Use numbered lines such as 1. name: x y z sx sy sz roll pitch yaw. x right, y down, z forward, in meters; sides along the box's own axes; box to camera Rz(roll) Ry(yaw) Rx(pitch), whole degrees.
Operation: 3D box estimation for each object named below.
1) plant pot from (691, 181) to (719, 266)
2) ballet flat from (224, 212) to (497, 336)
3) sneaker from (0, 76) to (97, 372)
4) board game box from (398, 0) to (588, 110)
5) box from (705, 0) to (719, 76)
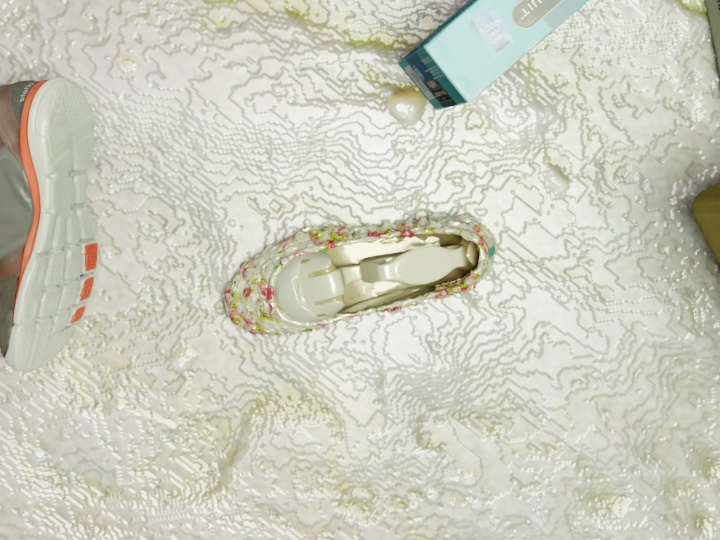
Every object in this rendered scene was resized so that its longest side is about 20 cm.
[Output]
1. plant pot: 0.331 -0.012 0.856 0.194 0.200 0.195 -30 96 -2
2. ballet flat: 0.000 0.000 0.905 0.198 0.064 0.076 -16 96 -2
3. sneaker: -0.233 -0.033 0.896 0.081 0.077 0.202 8 94 23
4. board game box: 0.121 -0.188 0.852 0.200 0.151 0.047 -40 97 1
5. box: 0.347 -0.197 0.887 0.198 0.109 0.129 -13 95 -3
